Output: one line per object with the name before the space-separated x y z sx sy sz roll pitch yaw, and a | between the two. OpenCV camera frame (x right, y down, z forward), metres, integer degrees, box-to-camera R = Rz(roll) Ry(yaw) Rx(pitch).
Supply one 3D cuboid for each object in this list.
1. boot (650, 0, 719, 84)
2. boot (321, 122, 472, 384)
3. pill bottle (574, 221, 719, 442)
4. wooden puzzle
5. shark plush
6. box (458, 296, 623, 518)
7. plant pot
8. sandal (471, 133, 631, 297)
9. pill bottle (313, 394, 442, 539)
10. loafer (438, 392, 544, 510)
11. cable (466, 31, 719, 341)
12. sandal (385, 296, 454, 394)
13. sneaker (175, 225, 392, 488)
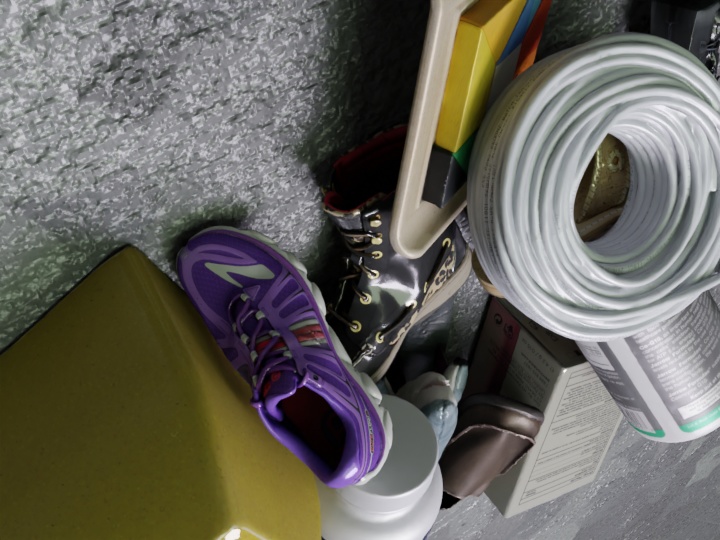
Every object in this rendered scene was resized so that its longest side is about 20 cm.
boot | 0.276 -0.144 0.839 0.165 0.065 0.202 -45 136 -53
boot | 0.000 0.000 0.725 0.200 0.073 0.151 -40 142 -18
pill bottle | 0.225 0.034 0.802 0.113 0.113 0.201 -39 116 -3
wooden puzzle | 0.081 -0.129 0.651 0.185 0.037 0.202 -47 150 -44
shark plush | 0.041 0.162 0.846 0.090 0.084 0.202 4 124 -24
box | 0.180 0.118 0.964 0.127 0.109 0.202 -13 133 -31
plant pot | -0.136 0.149 0.660 0.195 0.200 0.194 -41 141 -1
sandal | 0.160 -0.071 0.717 0.211 0.078 0.070 -43 146 -5
pill bottle | 0.004 0.183 0.778 0.110 0.111 0.201 -21 148 -24
loafer | 0.105 0.172 0.896 0.072 0.072 0.200 18 148 -7
cable | 0.165 -0.054 0.658 0.199 0.069 0.202 -30 113 -14
sandal | 0.053 0.096 0.886 0.075 0.048 0.202 -23 139 -20
sneaker | -0.052 0.053 0.650 0.081 0.200 0.083 -42 172 12
